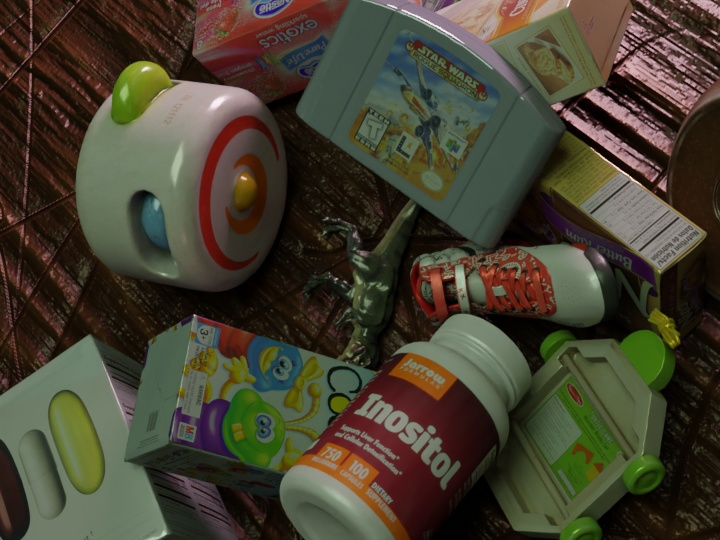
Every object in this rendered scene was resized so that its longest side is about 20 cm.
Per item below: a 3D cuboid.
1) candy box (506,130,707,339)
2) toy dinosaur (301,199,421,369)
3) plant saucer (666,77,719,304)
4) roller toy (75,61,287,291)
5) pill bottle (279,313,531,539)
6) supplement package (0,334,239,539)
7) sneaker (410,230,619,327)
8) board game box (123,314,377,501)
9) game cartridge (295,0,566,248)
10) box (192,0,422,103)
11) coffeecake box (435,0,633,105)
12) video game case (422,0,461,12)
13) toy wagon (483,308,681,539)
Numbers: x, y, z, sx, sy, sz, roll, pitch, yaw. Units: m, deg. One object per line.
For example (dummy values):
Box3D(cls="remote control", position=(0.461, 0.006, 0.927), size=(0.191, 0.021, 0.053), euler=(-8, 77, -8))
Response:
Box3D(cls="candy box", position=(0.187, -0.035, 1.151), size=(0.056, 0.117, 0.200), euler=(-36, 56, -16))
Box3D(cls="toy dinosaur", position=(0.000, 0.000, 1.271), size=(0.087, 0.048, 0.202), euler=(17, 75, 15))
Box3D(cls="plant saucer", position=(0.295, -0.054, 1.085), size=(0.034, 0.201, 0.202), euler=(-8, 54, -27))
Box3D(cls="roller toy", position=(-0.152, -0.077, 1.295), size=(0.138, 0.200, 0.185), euler=(9, 83, 27))
Box3D(cls="pill bottle", position=(0.040, 0.129, 1.082), size=(0.112, 0.114, 0.200), euler=(24, 56, 31))
Box3D(cls="supplement package", position=(-0.237, 0.204, 1.232), size=(0.190, 0.147, 0.201), euler=(-34, 59, 8))
Box3D(cls="sneaker", position=(0.113, 0.017, 1.132), size=(0.107, 0.068, 0.201), euler=(-17, 15, -20))
Box3D(cls="board game box", position=(-0.072, 0.121, 1.149), size=(0.105, 0.198, 0.104), euler=(-26, 50, 57))
Box3D(cls="game cartridge", position=(0.054, -0.125, 1.120), size=(0.199, 0.041, 0.134), euler=(35, 124, 11))
Box3D(cls="box", position=(-0.049, -0.242, 1.342), size=(0.198, 0.103, 0.096), euler=(-16, 55, 28))
Box3D(cls="coffeecake box", position=(0.113, -0.180, 1.187), size=(0.198, 0.074, 0.154), euler=(-19, 24, 30))
Box3D(cls="video game case", position=(0.075, -0.222, 1.345), size=(0.181, 0.023, 0.201), euler=(24, 79, 31))
Box3D(cls="toy wagon", position=(0.179, 0.116, 1.105), size=(0.200, 0.039, 0.156), euler=(-47, 42, 17))
